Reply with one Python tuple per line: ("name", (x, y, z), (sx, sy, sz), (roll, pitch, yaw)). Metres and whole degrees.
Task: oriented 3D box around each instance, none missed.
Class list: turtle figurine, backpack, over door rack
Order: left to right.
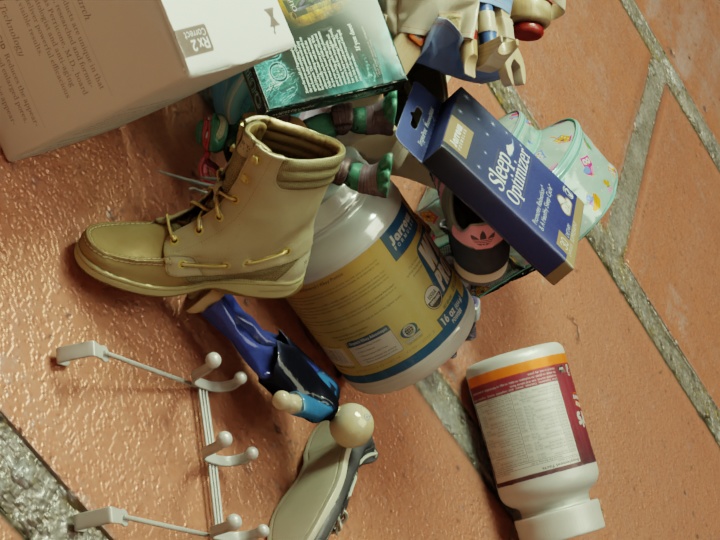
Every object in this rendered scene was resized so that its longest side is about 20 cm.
("over door rack", (-0.147, 0.139, 1.413), (0.200, 0.067, 0.148), (17, 58, -53))
("turtle figurine", (-0.071, -0.118, 1.533), (0.101, 0.200, 0.150), (115, -20, -84))
("backpack", (0.169, -0.081, 1.898), (0.153, 0.200, 0.176), (56, 34, -20))

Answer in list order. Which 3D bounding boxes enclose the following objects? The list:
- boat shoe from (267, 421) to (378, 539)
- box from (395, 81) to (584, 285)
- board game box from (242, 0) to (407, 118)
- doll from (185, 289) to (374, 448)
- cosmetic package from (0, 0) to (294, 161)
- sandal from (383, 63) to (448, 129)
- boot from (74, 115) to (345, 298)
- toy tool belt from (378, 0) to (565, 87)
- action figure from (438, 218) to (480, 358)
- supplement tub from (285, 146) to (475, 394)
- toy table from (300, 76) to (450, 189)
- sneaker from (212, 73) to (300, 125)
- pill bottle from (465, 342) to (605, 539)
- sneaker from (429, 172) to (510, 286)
("boat shoe", (-0.024, 0.201, 1.563), (0.063, 0.073, 0.200), (53, 30, -20))
("box", (0.120, -0.088, 1.594), (0.200, 0.032, 0.121), (41, 31, -13))
("board game box", (-0.055, -0.235, 1.505), (0.135, 0.028, 0.200), (-15, 79, -23))
("doll", (-0.066, 0.085, 1.530), (0.200, 0.048, 0.136), (45, 11, -14))
("cosmetic package", (-0.195, -0.207, 1.407), (0.165, 0.200, 0.165), (-30, 98, -59))
("sandal", (0.056, -0.217, 1.703), (0.055, 0.082, 0.200), (40, 39, -62))
("boot", (-0.121, -0.053, 1.426), (0.200, 0.156, 0.073), (5, 39, -22))
("toy tool belt", (0.094, -0.209, 1.604), (0.200, 0.125, 0.123), (11, 76, -37))
("action figure", (0.105, -0.010, 1.786), (0.130, 0.069, 0.200), (-68, 173, -64))
("supplement tub", (0.000, 0.000, 1.643), (0.200, 0.145, 0.145), (54, 34, -24))
("toy table", (0.016, -0.143, 1.779), (0.184, 0.117, 0.200), (48, 39, -31))
("sneaker", (-0.073, -0.211, 1.639), (0.080, 0.131, 0.200), (36, 84, -22))
("pill bottle", (0.187, 0.184, 1.862), (0.110, 0.109, 0.200), (-3, 75, -58))
("sneaker", (0.104, -0.087, 1.662), (0.082, 0.070, 0.200), (86, -8, -53))
